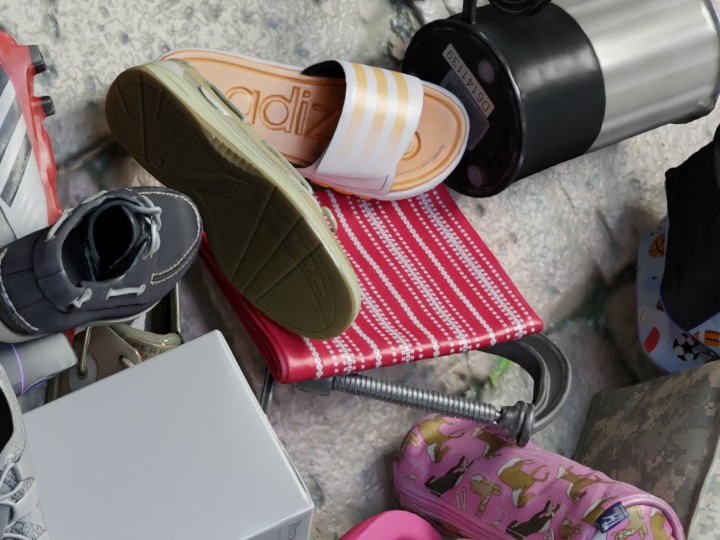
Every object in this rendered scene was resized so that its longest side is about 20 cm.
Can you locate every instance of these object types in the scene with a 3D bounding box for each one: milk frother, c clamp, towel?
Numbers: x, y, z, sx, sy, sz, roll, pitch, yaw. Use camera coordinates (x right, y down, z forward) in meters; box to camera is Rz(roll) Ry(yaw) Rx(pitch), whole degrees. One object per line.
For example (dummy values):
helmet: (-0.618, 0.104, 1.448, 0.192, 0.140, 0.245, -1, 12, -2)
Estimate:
milk frother: (0.142, -0.166, 1.739, 0.188, 0.200, 0.181, -22, 87, -35)
c clamp: (0.033, 0.066, 1.652, 0.200, 0.027, 0.171, 10, 30, -7)
towel: (0.000, 0.000, 1.671, 0.200, 0.022, 0.145, -10, 52, -35)

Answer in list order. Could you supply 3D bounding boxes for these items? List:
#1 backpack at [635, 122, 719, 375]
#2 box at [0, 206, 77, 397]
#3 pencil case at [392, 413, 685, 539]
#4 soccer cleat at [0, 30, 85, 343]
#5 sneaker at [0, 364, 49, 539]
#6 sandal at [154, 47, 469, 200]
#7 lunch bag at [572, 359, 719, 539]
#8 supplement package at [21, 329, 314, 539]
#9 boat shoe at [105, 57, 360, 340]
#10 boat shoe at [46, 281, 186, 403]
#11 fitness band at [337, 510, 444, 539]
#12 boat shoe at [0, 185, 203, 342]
backpack: (0.279, 0.016, 1.796, 0.190, 0.154, 0.200, 31, 40, -17)
box: (-0.265, -0.004, 1.490, 0.122, 0.106, 0.200, -30, 97, -36)
pencil case: (0.103, 0.146, 1.644, 0.087, 0.200, 0.083, 35, 83, -37)
soccer cleat: (-0.207, -0.038, 1.560, 0.085, 0.069, 0.200, -11, 83, -2)
sneaker: (-0.195, 0.124, 1.366, 0.075, 0.082, 0.200, -13, 67, -10)
sandal: (-0.029, -0.092, 1.667, 0.206, 0.059, 0.079, 9, 85, -15)
lunch bag: (0.205, 0.171, 1.722, 0.118, 0.164, 0.200, 29, 65, -21)
supplement package: (-0.140, 0.141, 1.476, 0.200, 0.121, 0.120, -24, 68, -15)
boat shoe: (-0.065, -0.046, 1.607, 0.201, 0.073, 0.063, 45, 33, 12)
boat shoe: (-0.135, 0.052, 1.587, 0.072, 0.065, 0.200, 10, 74, -31)
fitness band: (0.025, 0.219, 1.587, 0.144, 0.037, 0.200, 60, 25, -4)
boat shoe: (-0.133, -0.009, 1.499, 0.200, 0.063, 0.073, -25, 92, -59)
